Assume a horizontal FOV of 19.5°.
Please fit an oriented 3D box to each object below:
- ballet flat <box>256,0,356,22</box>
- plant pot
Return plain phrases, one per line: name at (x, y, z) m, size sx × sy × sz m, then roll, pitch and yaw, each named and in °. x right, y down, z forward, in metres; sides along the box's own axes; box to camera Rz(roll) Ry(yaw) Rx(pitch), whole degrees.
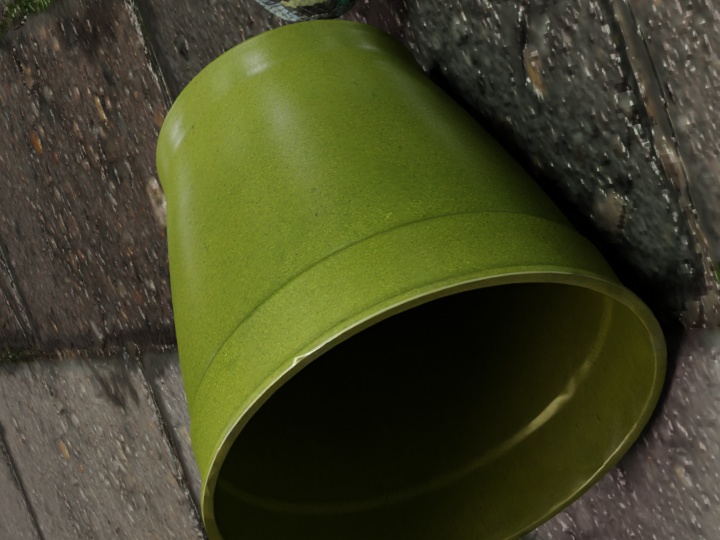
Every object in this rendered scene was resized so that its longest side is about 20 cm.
ballet flat at (-0.056, -0.165, 1.000) m, size 0.200 × 0.074 × 0.074 m, roll -131°, pitch 28°, yaw -55°
plant pot at (0.000, 0.000, 0.900) m, size 0.201 × 0.200 × 0.193 m, roll 97°, pitch 155°, yaw -49°
